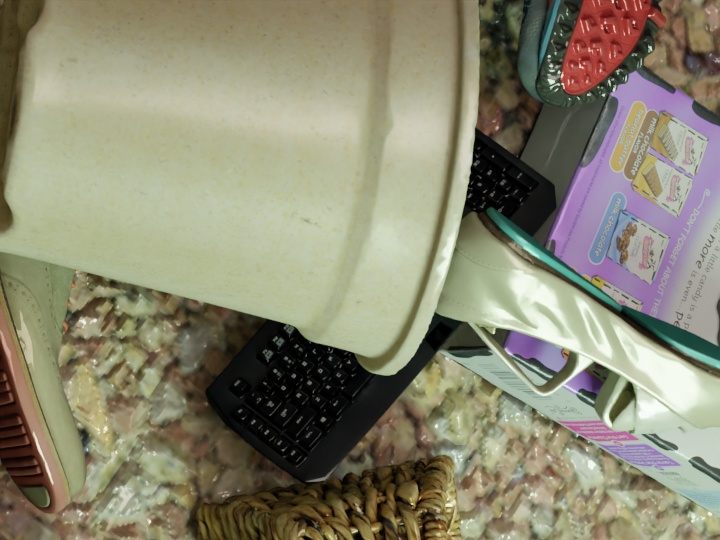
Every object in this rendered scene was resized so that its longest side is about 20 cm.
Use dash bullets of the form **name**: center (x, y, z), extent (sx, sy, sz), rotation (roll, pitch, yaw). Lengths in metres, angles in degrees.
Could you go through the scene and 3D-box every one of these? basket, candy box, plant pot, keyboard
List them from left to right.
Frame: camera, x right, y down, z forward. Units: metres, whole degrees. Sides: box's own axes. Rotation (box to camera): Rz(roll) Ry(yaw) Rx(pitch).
- **plant pot**: center (-0.064, -0.065, 1.161), extent (0.182, 0.200, 0.202), rotation (7, 84, -14)
- **keyboard**: center (0.000, 0.000, 1.297), extent (0.104, 0.040, 0.200), rotation (33, 67, 18)
- **basket**: center (0.023, 0.194, 1.271), extent (0.148, 0.143, 0.201), rotation (-7, 92, -27)
- **candy box**: center (0.163, 0.013, 1.395), extent (0.199, 0.071, 0.168), rotation (31, 74, -23)

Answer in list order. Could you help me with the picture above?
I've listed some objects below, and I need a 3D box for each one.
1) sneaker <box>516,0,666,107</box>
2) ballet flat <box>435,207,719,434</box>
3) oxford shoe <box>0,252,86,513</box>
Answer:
- **sneaker**: center (0.104, -0.169, 1.360), extent (0.079, 0.095, 0.201), rotation (36, 60, -43)
- **ballet flat**: center (0.116, 0.039, 1.300), extent (0.199, 0.069, 0.070), rotation (30, 74, -21)
- **oxford shoe**: center (-0.149, 0.008, 1.229), extent (0.074, 0.070, 0.201), rotation (-18, 96, -30)
